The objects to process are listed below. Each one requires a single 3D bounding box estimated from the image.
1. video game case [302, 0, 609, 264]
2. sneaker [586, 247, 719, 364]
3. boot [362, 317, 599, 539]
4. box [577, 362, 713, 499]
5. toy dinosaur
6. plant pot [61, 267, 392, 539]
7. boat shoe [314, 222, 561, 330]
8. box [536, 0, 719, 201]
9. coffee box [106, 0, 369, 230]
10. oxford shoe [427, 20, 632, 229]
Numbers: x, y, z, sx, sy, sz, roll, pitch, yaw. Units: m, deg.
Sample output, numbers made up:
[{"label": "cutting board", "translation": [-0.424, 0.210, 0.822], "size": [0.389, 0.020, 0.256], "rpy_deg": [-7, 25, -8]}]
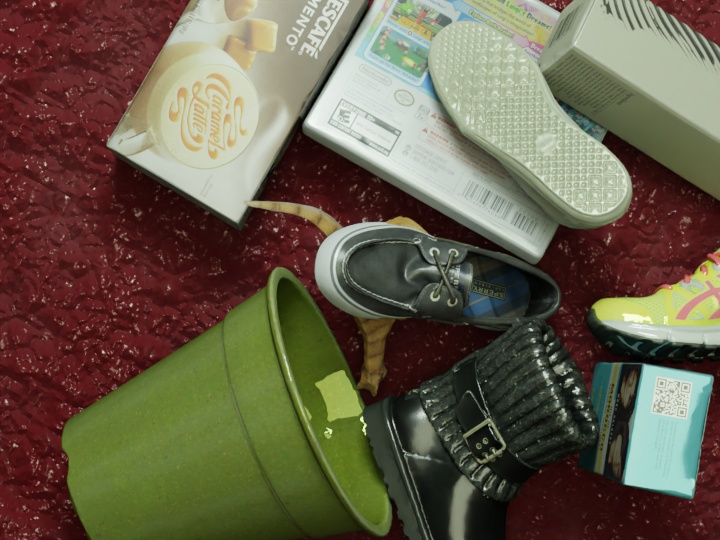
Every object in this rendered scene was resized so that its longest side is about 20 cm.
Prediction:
[{"label": "video game case", "translation": [0.084, -0.129, 1.387], "size": [0.199, 0.024, 0.183], "rpy_deg": [29, 71, 0]}, {"label": "sneaker", "translation": [0.263, 0.020, 1.388], "size": [0.198, 0.078, 0.091], "rpy_deg": [-2, 79, -7]}, {"label": "boot", "translation": [0.107, 0.156, 1.346], "size": [0.157, 0.079, 0.213], "rpy_deg": [-25, 88, 16]}, {"label": "box", "translation": [0.196, 0.109, 1.312], "size": [0.049, 0.200, 0.083], "rpy_deg": [10, 87, -1]}, {"label": "toy dinosaur", "translation": [0.000, 0.000, 1.348], "size": [0.060, 0.106, 0.201], "rpy_deg": [2, 129, 35]}, {"label": "plant pot", "translation": [-0.103, 0.125, 1.326], "size": [0.189, 0.200, 0.202], "rpy_deg": [-22, 88, 10]}, {"label": "boat shoe", "translation": [0.062, 0.009, 1.331], "size": [0.199, 0.066, 0.071], "rpy_deg": [16, 78, -36]}, {"label": "box", "translation": [0.231, -0.125, 1.363], "size": [0.199, 0.082, 0.069], "rpy_deg": [31, 69, -11]}, {"label": "coffee box", "translation": [-0.086, -0.145, 1.377], "size": [0.114, 0.080, 0.201], "rpy_deg": [31, 87, 0]}, {"label": "oxford shoe", "translation": [0.119, -0.100, 1.345], "size": [0.075, 0.058, 0.200], "rpy_deg": [-40, 68, -5]}]
